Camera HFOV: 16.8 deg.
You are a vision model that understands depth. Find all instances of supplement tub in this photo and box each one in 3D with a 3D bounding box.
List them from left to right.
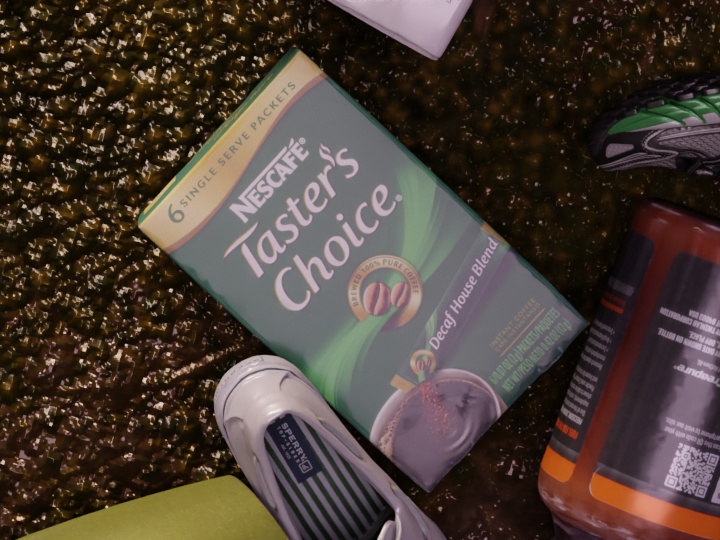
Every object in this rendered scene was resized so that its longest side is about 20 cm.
[{"bbox_3d":[0.151,0.072,1.194,0.107,0.107,0.201,20,95,-6],"label":"supplement tub"}]

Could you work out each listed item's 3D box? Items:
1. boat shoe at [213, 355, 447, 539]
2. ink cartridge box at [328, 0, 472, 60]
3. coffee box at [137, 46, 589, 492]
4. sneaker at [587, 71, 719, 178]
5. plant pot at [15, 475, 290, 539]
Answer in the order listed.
[{"bbox_3d":[-0.006,0.132,1.187,0.073,0.067,0.200,-39,115,1],"label":"boat shoe"},{"bbox_3d":[0.046,-0.212,1.119,0.084,0.146,0.200,28,102,-7],"label":"ink cartridge box"},{"bbox_3d":[0.000,0.000,1.206,0.200,0.044,0.123,44,93,-8],"label":"coffee box"},{"bbox_3d":[0.210,-0.053,1.197,0.199,0.078,0.086,3,97,-5],"label":"sneaker"},{"bbox_3d":[-0.119,0.192,1.169,0.200,0.187,0.188,-34,98,-15],"label":"plant pot"}]
